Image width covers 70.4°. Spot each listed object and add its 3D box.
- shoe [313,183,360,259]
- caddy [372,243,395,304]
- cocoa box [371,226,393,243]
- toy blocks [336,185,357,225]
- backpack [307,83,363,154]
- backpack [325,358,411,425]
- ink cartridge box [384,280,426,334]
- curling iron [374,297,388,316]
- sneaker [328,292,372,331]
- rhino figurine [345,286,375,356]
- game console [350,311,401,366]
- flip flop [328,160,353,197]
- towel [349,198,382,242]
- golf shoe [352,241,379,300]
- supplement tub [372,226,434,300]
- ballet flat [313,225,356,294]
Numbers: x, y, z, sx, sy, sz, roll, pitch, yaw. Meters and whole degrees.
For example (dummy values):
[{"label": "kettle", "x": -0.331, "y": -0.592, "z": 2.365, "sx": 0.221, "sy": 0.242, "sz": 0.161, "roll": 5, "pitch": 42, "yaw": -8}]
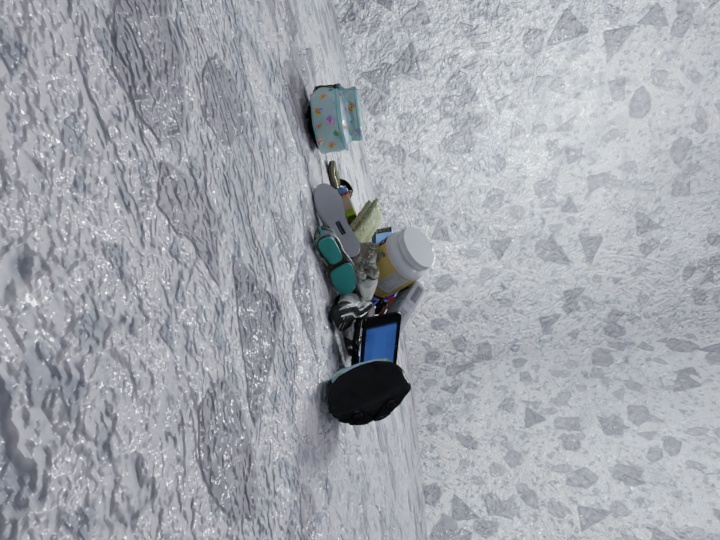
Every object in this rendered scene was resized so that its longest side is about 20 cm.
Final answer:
[{"label": "shoe", "x": -0.070, "y": -0.112, "z": 1.276, "sx": 0.201, "sy": 0.071, "sz": 0.091, "roll": 64, "pitch": -24, "yaw": 5}, {"label": "caddy", "x": 0.043, "y": 0.012, "z": 1.634, "sx": 0.105, "sy": 0.140, "sz": 0.202, "roll": -144, "pitch": -138, "yaw": -83}, {"label": "cocoa box", "x": 0.092, "y": -0.086, "z": 2.252, "sx": 0.200, "sy": 0.130, "sz": 0.134, "roll": -88, "pitch": 166, "yaw": -61}, {"label": "toy blocks", "x": -0.046, "y": -0.183, "z": 1.511, "sx": 0.200, "sy": 0.099, "sz": 0.138, "roll": 58, "pitch": 11, "yaw": -74}, {"label": "backpack", "x": -0.068, "y": -0.409, "z": 1.376, "sx": 0.200, "sy": 0.152, "sz": 0.177, "roll": -71, "pitch": 156, "yaw": -63}, {"label": "backpack", "x": 0.009, "y": 0.250, "z": 1.037, "sx": 0.201, "sy": 0.162, "sz": 0.154, "roll": 81, "pitch": -12, "yaw": -55}, {"label": "ink cartridge box", "x": 0.086, "y": 0.115, "z": 1.472, "sx": 0.047, "sy": 0.200, "sz": 0.161, "roll": 41, "pitch": 64, "yaw": -16}, {"label": "curling iron", "x": 0.029, "y": 0.169, "z": 1.397, "sx": 0.201, "sy": 0.025, "sz": 0.050, "roll": -67, "pitch": -165, "yaw": -8}, {"label": "sneaker", "x": -0.040, "y": 0.095, "z": 1.251, "sx": 0.074, "sy": 0.080, "sz": 0.200, "roll": -58, "pitch": 165, "yaw": 10}, {"label": "rhino figurine", "x": -0.002, "y": 0.123, "z": 1.366, "sx": 0.060, "sy": 0.087, "sz": 0.202, "roll": 60, "pitch": 21, "yaw": -71}, {"label": "game console", "x": 0.037, "y": 0.221, "z": 1.249, "sx": 0.176, "sy": 0.115, "sz": 0.201, "roll": -81, "pitch": 174, "yaw": -69}, {"label": "flip flop", "x": -0.055, "y": -0.261, "z": 1.615, "sx": 0.081, "sy": 0.057, "sz": 0.201, "roll": -93, "pitch": 170, "yaw": -47}, {"label": "towel", "x": -0.002, "y": -0.101, "z": 1.432, "sx": 0.201, "sy": 0.036, "sz": 0.148, "roll": -54, "pitch": 163, "yaw": -5}, {"label": "golf shoe", "x": 0.008, "y": -0.002, "z": 1.333, "sx": 0.200, "sy": 0.078, "sz": 0.098, "roll": -88, "pitch": 178, "yaw": -58}, {"label": "supplement tub", "x": 0.092, "y": -0.018, "z": 1.420, "sx": 0.145, "sy": 0.200, "sz": 0.146, "roll": 28, "pitch": 44, "yaw": -32}, {"label": "ballet flat", "x": -0.059, "y": -0.028, "z": 1.202, "sx": 0.075, "sy": 0.074, "sz": 0.201, "roll": -93, "pitch": 169, "yaw": -45}]
